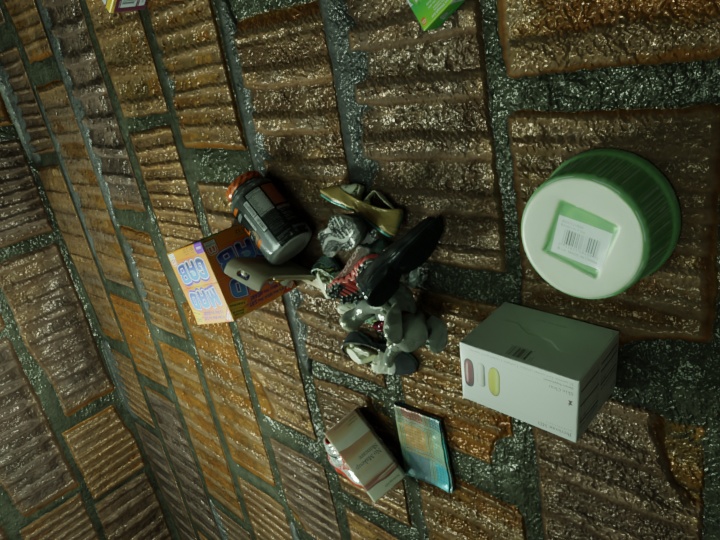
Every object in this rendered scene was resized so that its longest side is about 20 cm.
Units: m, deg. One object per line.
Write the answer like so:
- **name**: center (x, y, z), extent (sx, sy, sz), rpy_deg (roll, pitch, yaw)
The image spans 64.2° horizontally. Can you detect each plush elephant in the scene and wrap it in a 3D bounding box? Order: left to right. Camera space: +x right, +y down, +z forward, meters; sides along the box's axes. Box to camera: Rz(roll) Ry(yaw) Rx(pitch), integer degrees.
- **plush elephant**: center (0.076, 0.110, 1.107), extent (0.200, 0.163, 0.156), rpy_deg (-52, 27, 33)

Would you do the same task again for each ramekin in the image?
- **ramekin**: center (0.324, -0.059, 0.798), extent (0.199, 0.097, 0.202), rpy_deg (25, 129, 35)

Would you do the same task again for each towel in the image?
- **towel**: center (0.145, 0.411, 1.330), extent (0.146, 0.022, 0.202), rpy_deg (8, 118, 44)

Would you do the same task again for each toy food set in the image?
- **toy food set**: center (-0.193, 0.018, 1.325), extent (0.143, 0.199, 0.061), rpy_deg (23, 106, 42)

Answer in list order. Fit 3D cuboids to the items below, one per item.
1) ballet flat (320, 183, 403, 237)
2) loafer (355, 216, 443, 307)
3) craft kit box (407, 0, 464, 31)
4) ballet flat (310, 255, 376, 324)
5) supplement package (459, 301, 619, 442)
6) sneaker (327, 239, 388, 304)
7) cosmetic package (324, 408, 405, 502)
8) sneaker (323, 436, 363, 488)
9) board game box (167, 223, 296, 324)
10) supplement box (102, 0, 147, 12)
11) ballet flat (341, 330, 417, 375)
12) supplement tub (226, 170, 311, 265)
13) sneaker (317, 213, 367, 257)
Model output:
- **ballet flat**: center (0.006, -0.136, 1.136), extent (0.199, 0.068, 0.064), rpy_deg (33, 105, 26)
- **loafer**: center (0.066, -0.029, 1.050), extent (0.072, 0.200, 0.073), rpy_deg (46, -179, 42)
- **craft kit box**: center (0.114, -0.490, 0.813), extent (0.199, 0.048, 0.199), rpy_deg (-30, 87, 51)
- **ballet flat**: center (-0.040, 0.056, 1.278), extent (0.200, 0.074, 0.074), rpy_deg (49, 139, 16)
- **supplement package**: center (0.285, 0.153, 0.921), extent (0.199, 0.155, 0.112), rpy_deg (14, 123, 41)
- **sneaker**: center (0.000, 0.000, 1.185), extent (0.070, 0.099, 0.200), rpy_deg (30, 141, -19)
- **cosmetic package**: center (0.011, 0.451, 1.414), extent (0.200, 0.103, 0.087), rpy_deg (50, 175, 11)
- **sneaker**: center (-0.022, 0.499, 1.525), extent (0.200, 0.067, 0.109), rpy_deg (7, 120, 48)
- **board game box**: center (-0.325, -0.001, 1.447), extent (0.199, 0.199, 0.202), rpy_deg (-9, 105, 49)
- **supplement box**: center (-0.590, -0.744, 1.366), extent (0.131, 0.103, 0.201), rpy_deg (-32, 89, 51)
- **ballet flat**: center (0.033, 0.196, 1.285), extent (0.199, 0.073, 0.074), rpy_deg (21, 126, 38)
- **supplement tub**: center (-0.213, -0.123, 1.316), extent (0.201, 0.122, 0.123), rpy_deg (51, 140, 12)
- **sneaker**: center (-0.024, -0.080, 1.140), extent (0.074, 0.079, 0.200), rpy_deg (68, 160, -4)
